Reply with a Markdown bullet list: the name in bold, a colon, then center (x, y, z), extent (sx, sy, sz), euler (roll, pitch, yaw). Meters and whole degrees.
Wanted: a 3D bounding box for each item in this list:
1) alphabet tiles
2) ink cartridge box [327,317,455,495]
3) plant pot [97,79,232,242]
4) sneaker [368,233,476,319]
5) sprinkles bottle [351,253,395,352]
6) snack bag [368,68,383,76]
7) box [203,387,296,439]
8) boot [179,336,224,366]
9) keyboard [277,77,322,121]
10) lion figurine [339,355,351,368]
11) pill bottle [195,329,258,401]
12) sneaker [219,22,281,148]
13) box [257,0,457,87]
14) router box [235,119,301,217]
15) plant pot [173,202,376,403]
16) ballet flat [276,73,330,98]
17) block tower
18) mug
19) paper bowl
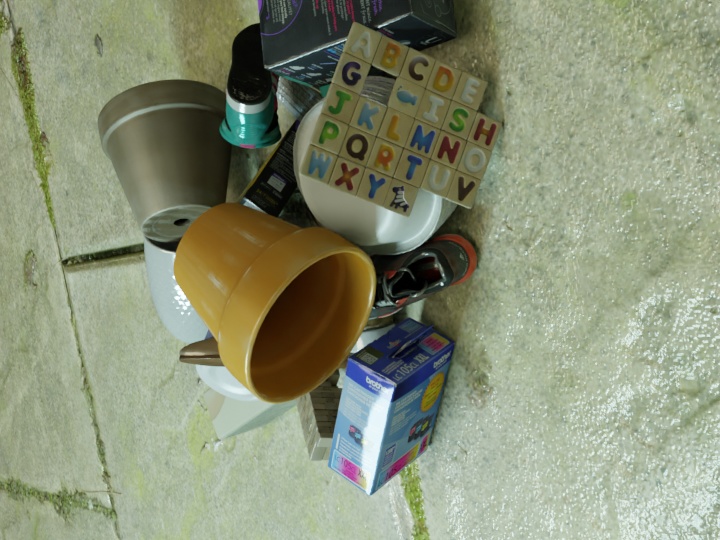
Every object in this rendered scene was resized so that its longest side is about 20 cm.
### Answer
- **alphabet tiles**: center (0.051, -0.146, 1.232), extent (0.169, 0.198, 0.008), euler (-70, 20, 1)
- **ink cartridge box**: center (0.039, 0.150, 1.397), extent (0.076, 0.136, 0.202), euler (26, 123, 27)
- **plant pot**: center (-0.263, -0.142, 1.634), extent (0.200, 0.198, 0.175), euler (-39, 56, 51)
- **sneaker**: center (0.039, 0.011, 1.364), extent (0.199, 0.082, 0.078), euler (-27, 91, 35)
- **sprinkles bottle**: center (0.000, 0.000, 1.467), extent (0.068, 0.068, 0.203), euler (-1, 100, 53)
- **snack bag**: center (-0.002, -0.329, 1.404), extent (0.190, 0.021, 0.200), euler (63, 142, 18)
- **box**: center (-0.144, 0.175, 1.694), extent (0.200, 0.094, 0.078), euler (-38, 71, 50)
- **boot**: center (-0.124, 0.046, 1.444), extent (0.070, 0.197, 0.148), euler (127, 145, -79)
- **keyboard**: center (-0.061, -0.207, 1.530), extent (0.200, 0.011, 0.057), euler (46, 134, 35)
- **lion figurine**: center (-0.055, 0.055, 1.511), extent (0.072, 0.122, 0.202), euler (-36, 73, 51)
- **pill bottle**: center (-0.140, 0.065, 1.566), extent (0.111, 0.201, 0.113), euler (12, 142, 9)
- **sneaker**: center (-0.136, -0.229, 1.521), extent (0.201, 0.083, 0.122), euler (-79, -1, -47)
- **box**: center (-0.006, -0.296, 1.283), extent (0.198, 0.106, 0.124), euler (-13, 79, 33)
- **router box**: center (-0.136, -0.087, 1.543), extent (0.052, 0.158, 0.200), euler (35, 142, -8)
- **plant pot**: center (-0.113, 0.019, 1.331), extent (0.183, 0.199, 0.202), euler (35, 128, 31)
- **ballet flat**: center (-0.036, -0.245, 1.407), extent (0.199, 0.062, 0.068), euler (35, 154, 31)
- **block tower**: center (-0.054, 0.166, 1.544), extent (0.201, 0.053, 0.058), euler (-108, 28, -47)
- **mug**: center (-0.222, 0.019, 1.726), extent (0.198, 0.148, 0.177), euler (13, 123, 18)
- **paper bowl**: center (0.011, -0.111, 1.320), extent (0.199, 0.104, 0.203), euler (19, 128, 26)
